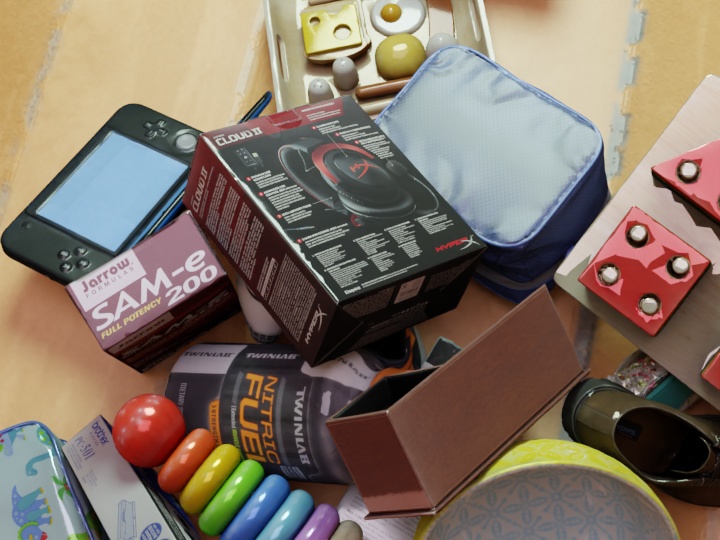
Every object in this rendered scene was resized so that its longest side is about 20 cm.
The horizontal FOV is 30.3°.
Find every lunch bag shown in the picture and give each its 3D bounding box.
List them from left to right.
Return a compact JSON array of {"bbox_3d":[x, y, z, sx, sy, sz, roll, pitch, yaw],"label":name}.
[{"bbox_3d":[-0.278,0.233,1.054,0.160,0.083,0.201,-27,68,-4],"label":"lunch bag"},{"bbox_3d":[0.114,-0.070,1.095,0.200,0.132,0.136,38,79,25],"label":"lunch bag"}]

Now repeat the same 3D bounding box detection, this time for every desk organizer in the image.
[{"bbox_3d":[0.072,0.091,0.950,0.200,0.072,0.077,-34,102,-41],"label":"desk organizer"}]

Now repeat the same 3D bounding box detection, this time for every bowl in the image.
[{"bbox_3d":[0.129,0.199,0.989,0.199,0.201,0.108,-13,24,2],"label":"bowl"}]

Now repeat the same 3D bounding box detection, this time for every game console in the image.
[{"bbox_3d":[-0.191,-0.083,1.122,0.170,0.119,0.200,25,56,17],"label":"game console"}]

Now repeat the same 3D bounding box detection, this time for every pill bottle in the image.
[{"bbox_3d":[-0.046,0.109,1.027,0.199,0.106,0.107,-1,67,30],"label":"pill bottle"}]

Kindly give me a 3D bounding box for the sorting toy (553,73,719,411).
[{"bbox_3d":[0.277,-0.012,0.977,0.200,0.070,0.199,39,97,13],"label":"sorting toy"}]

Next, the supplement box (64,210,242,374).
[{"bbox_3d":[-0.157,0.023,1.054,0.108,0.200,0.061,-32,83,-5],"label":"supplement box"}]

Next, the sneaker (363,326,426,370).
[{"bbox_3d":[0.000,0.000,1.093,0.077,0.112,0.201,-27,68,-4],"label":"sneaker"}]

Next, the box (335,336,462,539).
[{"bbox_3d":[0.049,0.161,1.057,0.082,0.049,0.201,28,75,17],"label":"box"}]

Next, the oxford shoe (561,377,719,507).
[{"bbox_3d":[0.250,0.143,0.990,0.199,0.084,0.073,17,94,-19],"label":"oxford shoe"}]

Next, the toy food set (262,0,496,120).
[{"bbox_3d":[0.015,-0.214,1.204,0.199,0.060,0.144,-10,68,3],"label":"toy food set"}]

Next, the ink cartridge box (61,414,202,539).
[{"bbox_3d":[-0.156,0.194,0.996,0.044,0.094,0.200,-40,35,-7],"label":"ink cartridge box"}]

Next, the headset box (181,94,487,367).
[{"bbox_3d":[-0.027,-0.043,0.998,0.148,0.075,0.200,-21,58,-36],"label":"headset box"}]

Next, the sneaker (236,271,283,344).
[{"bbox_3d":[-0.074,-0.037,1.102,0.076,0.081,0.201,7,52,-3],"label":"sneaker"}]

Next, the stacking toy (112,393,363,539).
[{"bbox_3d":[-0.097,0.162,0.979,0.200,0.085,0.085,40,78,3],"label":"stacking toy"}]

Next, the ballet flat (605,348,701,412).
[{"bbox_3d":[0.260,0.067,1.060,0.199,0.076,0.064,-32,36,-11],"label":"ballet flat"}]
